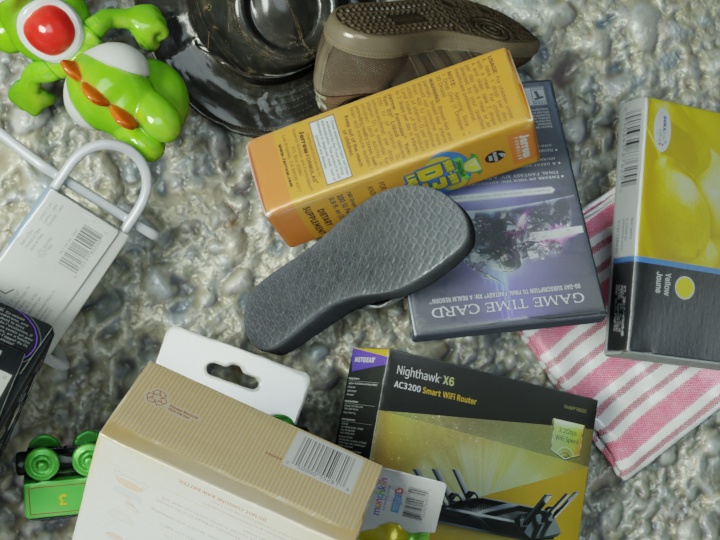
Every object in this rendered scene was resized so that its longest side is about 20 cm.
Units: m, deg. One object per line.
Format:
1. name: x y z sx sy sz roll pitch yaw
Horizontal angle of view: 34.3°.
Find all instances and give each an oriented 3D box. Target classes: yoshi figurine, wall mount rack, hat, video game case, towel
1. yoshi figurine: -0.195 -0.155 0.830 0.200 0.112 0.112 48 52 7
2. wall mount rack: -0.241 -0.024 0.790 0.174 0.075 0.200 35 91 -32
3. hat: -0.071 -0.201 0.852 0.200 0.081 0.202 0 89 -10
4. video game case: 0.093 -0.049 0.870 0.142 0.019 0.201 -6 68 -7
5. towel: 0.212 0.048 0.929 0.146 0.030 0.200 -36 95 -10

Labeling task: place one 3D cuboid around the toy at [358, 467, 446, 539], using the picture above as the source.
1. toy: -0.049 0.144 0.746 0.199 0.047 0.116 16 121 9

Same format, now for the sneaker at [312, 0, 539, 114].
1. sneaker: 0.046 -0.158 0.876 0.199 0.071 0.076 -7 134 -37

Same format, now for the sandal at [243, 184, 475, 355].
1. sandal: 0.000 0.000 0.833 0.043 0.200 0.076 20 53 -48

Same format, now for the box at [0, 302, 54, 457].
1. box: -0.292 0.109 0.737 0.122 0.106 0.200 26 124 -9

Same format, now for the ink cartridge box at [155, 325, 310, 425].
1. ink cartridge box: -0.122 0.149 0.840 0.116 0.067 0.201 21 86 -10

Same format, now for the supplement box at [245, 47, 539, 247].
1. supplement box: 0.025 -0.086 0.834 0.199 0.067 0.069 -21 66 6

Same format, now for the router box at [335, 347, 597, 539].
1. router box: 0.074 0.152 0.845 0.199 0.052 0.158 15 79 -30

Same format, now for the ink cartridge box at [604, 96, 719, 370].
1. ink cartridge box: 0.291 -0.021 0.918 0.199 0.047 0.199 7 82 -18

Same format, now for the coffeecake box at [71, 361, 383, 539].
1. coffeecake box: -0.093 0.177 0.706 0.153 0.073 0.201 23 124 3

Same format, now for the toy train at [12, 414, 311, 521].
1. toy train: -0.130 0.134 0.785 0.199 0.042 0.057 -3 100 -11

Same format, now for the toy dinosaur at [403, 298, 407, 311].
1. toy dinosaur: 0.055 -0.020 0.895 0.199 0.058 0.101 18 67 3
